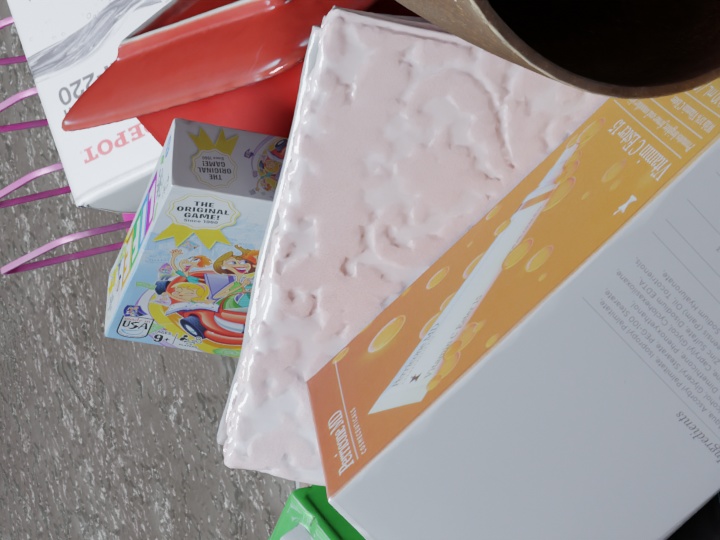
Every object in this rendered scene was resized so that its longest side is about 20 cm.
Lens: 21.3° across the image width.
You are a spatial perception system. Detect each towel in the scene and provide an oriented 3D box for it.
[{"bbox_3d":[0.053,0.003,0.768,0.032,0.191,0.200,-115,37,-66],"label":"towel"}]

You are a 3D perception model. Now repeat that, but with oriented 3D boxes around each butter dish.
[{"bbox_3d":[0.001,-0.086,0.871,0.200,0.199,0.148,-9,121,52],"label":"butter dish"}]

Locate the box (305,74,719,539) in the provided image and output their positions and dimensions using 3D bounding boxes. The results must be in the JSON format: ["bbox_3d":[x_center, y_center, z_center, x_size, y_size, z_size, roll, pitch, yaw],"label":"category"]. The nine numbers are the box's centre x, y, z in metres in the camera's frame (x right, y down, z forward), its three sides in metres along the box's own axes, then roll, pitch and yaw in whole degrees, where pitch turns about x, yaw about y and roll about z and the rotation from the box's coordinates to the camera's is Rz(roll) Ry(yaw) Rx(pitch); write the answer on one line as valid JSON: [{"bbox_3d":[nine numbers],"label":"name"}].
[{"bbox_3d":[0.086,0.025,0.694,0.097,0.200,0.124,45,-173,-15],"label":"box"}]

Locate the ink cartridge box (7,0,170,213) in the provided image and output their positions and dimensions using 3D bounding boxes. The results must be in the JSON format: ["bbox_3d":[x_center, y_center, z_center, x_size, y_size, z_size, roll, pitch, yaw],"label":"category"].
[{"bbox_3d":[-0.119,-0.150,1.101,0.145,0.085,0.200,-23,82,21],"label":"ink cartridge box"}]

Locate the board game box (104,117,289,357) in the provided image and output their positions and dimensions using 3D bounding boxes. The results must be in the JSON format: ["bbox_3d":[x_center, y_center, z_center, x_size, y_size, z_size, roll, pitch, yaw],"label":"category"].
[{"bbox_3d":[0.000,0.000,0.833,0.135,0.200,0.034,122,153,-55],"label":"board game box"}]

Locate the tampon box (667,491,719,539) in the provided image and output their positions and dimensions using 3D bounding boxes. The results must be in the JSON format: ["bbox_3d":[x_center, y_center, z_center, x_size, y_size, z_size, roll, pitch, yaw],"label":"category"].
[{"bbox_3d":[0.204,0.151,0.686,0.150,0.126,0.200,-11,93,65],"label":"tampon box"}]

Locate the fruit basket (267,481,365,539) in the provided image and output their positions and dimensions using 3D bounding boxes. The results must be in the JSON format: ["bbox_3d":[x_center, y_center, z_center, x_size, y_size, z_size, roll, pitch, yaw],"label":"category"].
[{"bbox_3d":[0.003,0.218,1.106,0.185,0.094,0.200,47,141,37],"label":"fruit basket"}]

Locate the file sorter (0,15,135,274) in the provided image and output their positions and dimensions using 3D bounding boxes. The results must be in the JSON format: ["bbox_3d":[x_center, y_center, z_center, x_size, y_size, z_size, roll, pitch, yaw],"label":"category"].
[{"bbox_3d":[-0.187,-0.109,1.237,0.139,0.125,0.200,-19,86,57],"label":"file sorter"}]

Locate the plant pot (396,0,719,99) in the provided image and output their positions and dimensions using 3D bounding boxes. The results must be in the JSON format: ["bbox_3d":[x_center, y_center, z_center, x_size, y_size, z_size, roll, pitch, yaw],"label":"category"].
[{"bbox_3d":[0.044,-0.167,0.691,0.200,0.187,0.187,20,118,55],"label":"plant pot"}]
